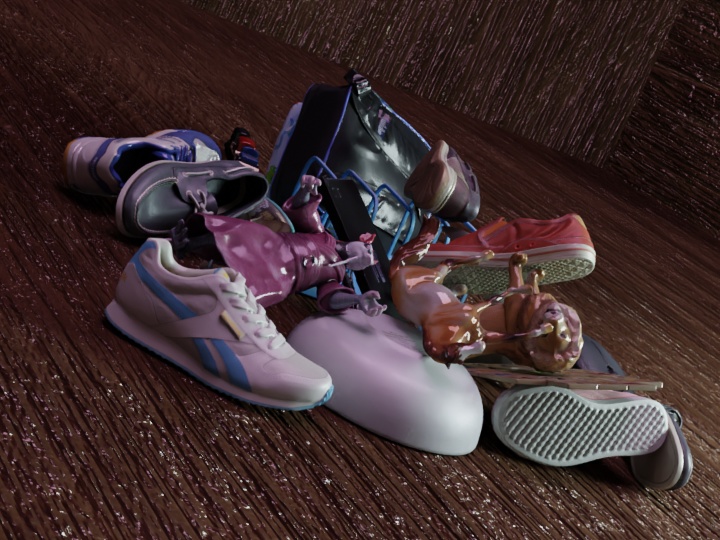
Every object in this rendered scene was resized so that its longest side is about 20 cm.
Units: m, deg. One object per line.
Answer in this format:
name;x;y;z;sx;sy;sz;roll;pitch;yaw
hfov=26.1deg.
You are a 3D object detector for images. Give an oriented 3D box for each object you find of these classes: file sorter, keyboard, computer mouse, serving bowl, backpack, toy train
file sorter;0.018;-0.027;1.704;0.198;0.124;0.139;19;13;-24
keyboard;0.000;0.000;1.546;0.127;0.020;0.202;-3;67;-64
computer mouse;0.273;0.117;1.779;0.137;0.053;0.200;13;18;-42
serving bowl;0.028;0.087;1.397;0.198;0.066;0.200;25;13;-6
backpack;-0.010;-0.113;1.863;0.146;0.185;0.199;2;-23;46
toy train;-0.156;-0.155;2.057;0.034;0.046;0.200;22;13;-14

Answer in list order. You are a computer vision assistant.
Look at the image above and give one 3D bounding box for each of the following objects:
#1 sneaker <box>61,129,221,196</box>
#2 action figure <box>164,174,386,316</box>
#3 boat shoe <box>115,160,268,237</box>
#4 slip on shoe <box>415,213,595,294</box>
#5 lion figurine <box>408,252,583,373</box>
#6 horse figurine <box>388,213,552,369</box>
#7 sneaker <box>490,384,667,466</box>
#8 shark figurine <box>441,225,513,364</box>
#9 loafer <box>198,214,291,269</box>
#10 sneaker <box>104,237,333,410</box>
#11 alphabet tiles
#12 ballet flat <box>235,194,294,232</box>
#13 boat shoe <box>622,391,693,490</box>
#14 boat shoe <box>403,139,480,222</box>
sneaker;-0.212;-0.106;1.625;0.087;0.076;0.199;8;14;43
action figure;-0.066;0.001;1.389;0.198;0.149;0.136;-4;71;-38
boat shoe;-0.168;-0.075;1.571;0.061;0.074;0.199;10;16;31
slip on shoe;0.135;-0.019;1.553;0.197;0.062;0.074;-7;-28;11
lion figurine;0.120;0.054;1.495;0.198;0.124;0.072;-14;-33;27
horse figurine;0.082;0.025;1.424;0.131;0.050;0.200;-18;40;-23
sneaker;0.189;0.142;1.492;0.198;0.077;0.104;5;3;-31
shark figurine;0.135;0.062;1.627;0.088;0.216;0.129;-13;40;9
loafer;-0.115;-0.017;1.513;0.067;0.077;0.200;30;12;-6
sneaker;-0.108;0.047;1.258;0.198;0.082;0.077;28;11;3
alphabet tiles;0.180;0.100;1.465;0.164;0.006;0.199;4;1;-27
ballet flat;-0.144;-0.062;1.699;0.071;0.073;0.200;15;16;-39
boat shoe;0.308;0.175;1.573;0.062;0.074;0.200;19;9;-11
boat shoe;0.093;-0.090;1.677;0.064;0.072;0.200;35;9;-9
